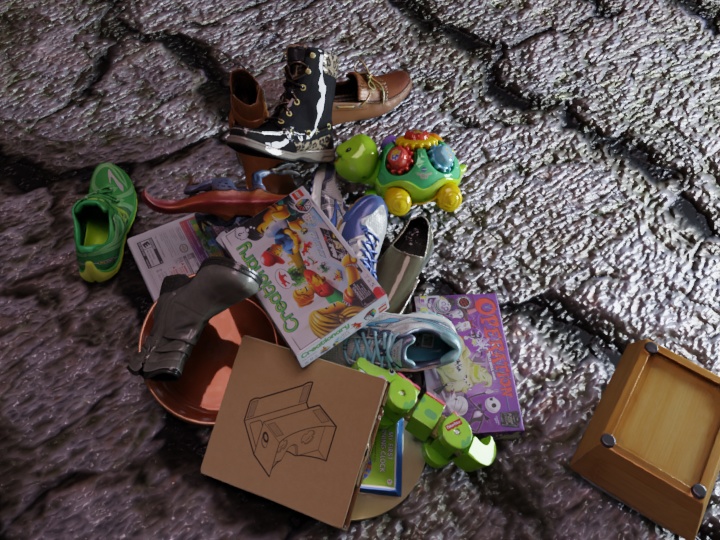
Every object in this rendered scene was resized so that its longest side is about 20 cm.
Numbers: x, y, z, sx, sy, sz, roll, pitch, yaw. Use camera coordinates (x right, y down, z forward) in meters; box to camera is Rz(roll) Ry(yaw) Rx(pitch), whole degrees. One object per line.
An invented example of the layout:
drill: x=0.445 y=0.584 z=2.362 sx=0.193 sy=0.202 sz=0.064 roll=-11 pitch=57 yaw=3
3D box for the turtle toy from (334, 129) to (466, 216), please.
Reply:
turtle toy: x=0.059 y=-0.149 z=1.100 sx=0.194 sy=0.104 sz=0.146 roll=-4 pitch=23 yaw=-7

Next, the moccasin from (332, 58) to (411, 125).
moccasin: x=-0.006 y=-0.295 z=1.251 sx=0.196 sy=0.079 sz=0.075 roll=-14 pitch=55 yaw=-13

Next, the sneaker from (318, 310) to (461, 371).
sneaker: x=0.030 y=0.084 z=0.911 sx=0.194 sy=0.080 sz=0.086 roll=-3 pitch=10 yaw=-11

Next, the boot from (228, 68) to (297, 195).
boot: x=-0.141 y=-0.184 z=1.114 sx=0.075 sy=0.157 sz=0.203 roll=-17 pitch=56 yaw=-15

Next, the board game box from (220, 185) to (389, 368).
board game box: x=-0.070 y=0.002 z=0.911 sx=0.125 sy=0.035 sz=0.201 roll=-32 pitch=58 yaw=-11

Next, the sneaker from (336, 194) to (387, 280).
sneaker: x=0.000 y=0.000 z=0.992 sx=0.087 sy=0.074 sz=0.205 roll=14 pitch=80 yaw=51

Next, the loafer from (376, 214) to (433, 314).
loafer: x=0.047 y=0.000 z=1.041 sx=0.073 sy=0.070 sz=0.203 roll=18 pitch=55 yaw=11

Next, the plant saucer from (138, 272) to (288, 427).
plant saucer: x=-0.180 y=0.098 z=0.963 sx=0.194 sy=0.032 sz=0.206 roll=2 pitch=66 yaw=-5

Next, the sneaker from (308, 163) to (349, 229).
sneaker: x=-0.039 y=-0.064 z=1.093 sx=0.083 sy=0.078 sz=0.205 roll=7 pitch=60 yaw=-10

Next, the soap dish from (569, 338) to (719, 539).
soap dish: x=0.362 y=0.191 z=0.910 sx=0.155 sy=0.082 sz=0.201 roll=28 pitch=58 yaw=17

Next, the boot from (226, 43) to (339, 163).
boot: x=-0.097 y=-0.227 z=1.029 sx=0.072 sy=0.155 sz=0.197 roll=15 pitch=11 yaw=38

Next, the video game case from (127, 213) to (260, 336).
video game case: x=-0.209 y=-0.002 z=1.061 sx=0.179 sy=0.023 sz=0.202 roll=-23 pitch=57 yaw=-18

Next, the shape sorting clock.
shape sorting clock: x=-0.015 y=0.197 z=0.912 sx=0.194 sy=0.040 sz=0.204 roll=3 pitch=56 yaw=-5

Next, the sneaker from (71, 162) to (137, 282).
sneaker: x=-0.361 y=-0.082 z=1.073 sx=0.072 sy=0.085 sz=0.204 roll=-4 pitch=53 yaw=-5

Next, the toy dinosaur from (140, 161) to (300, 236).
toy dinosaur: x=-0.156 y=-0.075 z=1.018 sx=0.178 sy=0.108 sz=0.198 roll=8 pitch=22 yaw=35

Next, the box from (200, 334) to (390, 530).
box: x=-0.077 y=0.179 z=0.861 sx=0.195 sy=0.021 sz=0.168 roll=13 pitch=79 yaw=26

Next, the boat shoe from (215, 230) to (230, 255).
boat shoe: x=-0.109 y=-0.016 z=0.990 sx=0.197 sy=0.074 sz=0.069 roll=29 pitch=80 yaw=39

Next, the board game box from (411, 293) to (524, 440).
board game box: x=0.135 y=0.122 z=0.985 sx=0.116 sy=0.033 sz=0.204 roll=0 pitch=53 yaw=-8

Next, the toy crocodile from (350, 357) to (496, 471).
toy crocodile: x=0.071 y=0.167 z=0.882 sx=0.198 sy=0.068 sz=0.062 roll=35 pitch=51 yaw=4

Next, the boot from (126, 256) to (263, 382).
boot: x=-0.191 y=0.066 z=0.872 sx=0.067 sy=0.197 sz=0.134 roll=33 pitch=59 yaw=-31
